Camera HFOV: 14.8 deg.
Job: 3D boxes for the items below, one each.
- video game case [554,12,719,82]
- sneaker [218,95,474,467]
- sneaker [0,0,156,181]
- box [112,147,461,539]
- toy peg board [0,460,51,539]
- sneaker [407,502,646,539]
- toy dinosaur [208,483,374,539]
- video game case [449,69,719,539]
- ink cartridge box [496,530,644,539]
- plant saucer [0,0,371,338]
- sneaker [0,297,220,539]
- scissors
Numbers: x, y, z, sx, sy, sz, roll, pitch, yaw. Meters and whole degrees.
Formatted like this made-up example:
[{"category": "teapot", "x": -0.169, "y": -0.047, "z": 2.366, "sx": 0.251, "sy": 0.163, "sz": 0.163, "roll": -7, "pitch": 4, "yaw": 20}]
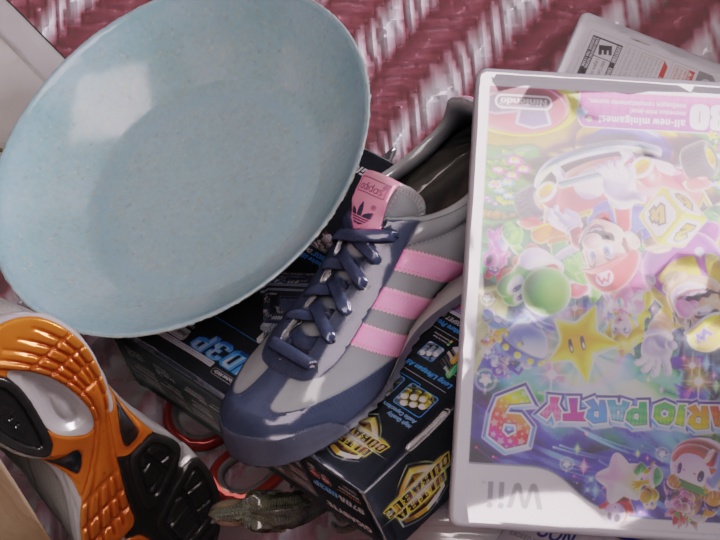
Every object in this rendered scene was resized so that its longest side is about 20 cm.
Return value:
[{"category": "video game case", "x": 0.179, "y": -0.034, "z": 1.421, "sx": 0.200, "sy": 0.018, "sz": 0.143, "roll": 22, "pitch": 74, "yaw": 9}, {"category": "sneaker", "x": 0.000, "y": 0.000, "z": 1.254, "sx": 0.070, "sy": 0.082, "sz": 0.200, "roll": 23, "pitch": 59, "yaw": 38}, {"category": "sneaker", "x": -0.159, "y": -0.058, "z": 1.419, "sx": 0.085, "sy": 0.073, "sz": 0.200, "roll": -44, "pitch": 64, "yaw": -8}, {"category": "box", "x": -0.001, "y": 0.027, "z": 1.324, "sx": 0.159, "sy": 0.046, "sz": 0.200, "roll": -42, "pitch": 45, "yaw": -20}, {"category": "toy peg board", "x": -0.250, "y": 0.145, "z": 1.298, "sx": 0.199, "sy": 0.200, "sz": 0.098, "roll": -31, "pitch": 56, "yaw": -7}, {"category": "sneaker", "x": 0.113, "y": 0.164, "z": 1.342, "sx": 0.199, "sy": 0.075, "sz": 0.089, "roll": 5, "pitch": 89, "yaw": 5}, {"category": "toy dinosaur", "x": 0.021, "y": 0.087, "z": 1.351, "sx": 0.200, "sy": 0.088, "sz": 0.048, "roll": -33, "pitch": 76, "yaw": -10}, {"category": "video game case", "x": 0.116, "y": 0.016, "z": 1.221, "sx": 0.143, "sy": 0.018, "sz": 0.201, "roll": 3, "pitch": 90, "yaw": 1}, {"category": "ink cartridge box", "x": 0.095, "y": 0.215, "z": 1.221, "sx": 0.196, "sy": 0.043, "sz": 0.200, "roll": 17, "pitch": 66, "yaw": 48}, {"category": "plant saucer", "x": -0.080, "y": -0.046, "z": 1.319, "sx": 0.200, "sy": 0.039, "sz": 0.201, "roll": -14, "pitch": 53, "yaw": 19}, {"category": "sneaker", "x": -0.138, "y": 0.076, "z": 1.315, "sx": 0.076, "sy": 0.200, "sz": 0.092, "roll": -40, "pitch": 39, "yaw": -12}, {"category": "scissors", "x": -0.021, "y": 0.030, "z": 1.412, "sx": 0.073, "sy": 0.014, "sz": 0.200, "roll": 37, "pitch": 76, "yaw": 15}]
